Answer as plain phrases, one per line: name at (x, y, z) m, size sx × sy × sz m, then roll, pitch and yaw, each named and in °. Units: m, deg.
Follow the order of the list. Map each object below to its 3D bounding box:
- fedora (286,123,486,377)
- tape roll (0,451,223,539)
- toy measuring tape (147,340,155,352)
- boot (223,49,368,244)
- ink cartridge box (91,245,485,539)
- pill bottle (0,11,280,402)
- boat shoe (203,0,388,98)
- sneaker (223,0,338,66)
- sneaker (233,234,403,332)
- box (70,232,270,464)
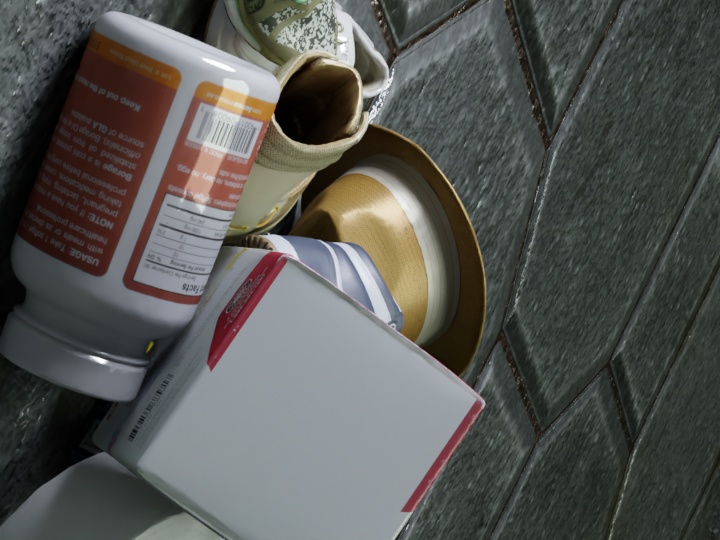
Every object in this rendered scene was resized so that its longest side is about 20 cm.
fedora at (0.000, 0.000, 1.798) m, size 0.082 × 0.200 × 0.202 m, roll -25°, pitch 138°, yaw -38°
tape roll at (-0.173, 0.213, 1.640) m, size 0.202 × 0.071 × 0.203 m, roll -42°, pitch 154°, yaw -27°
toy measuring tape at (-0.088, 0.016, 1.680) m, size 0.199 × 0.073 × 0.074 m, roll -24°, pitch 136°, yaw -44°
boot at (-0.048, -0.080, 1.606) m, size 0.155 × 0.073 × 0.200 m, roll -36°, pitch 176°, yaw 35°
ink cartridge box at (-0.047, 0.085, 1.488) m, size 0.146 × 0.144 × 0.200 m, roll -56°, pitch -168°, yaw -5°
pill bottle at (-0.130, -0.034, 1.470) m, size 0.201 × 0.112 × 0.112 m, roll -68°, pitch 162°, yaw 6°
boat shoe at (-0.033, -0.146, 1.671) m, size 0.071 × 0.069 × 0.200 m, roll -67°, pitch 158°, yaw 7°
sneaker at (-0.034, -0.192, 1.541) m, size 0.077 × 0.088 × 0.201 m, roll -50°, pitch 142°, yaw -30°
sneaker at (-0.030, 0.076, 1.649) m, size 0.108 × 0.070 × 0.202 m, roll -5°, pitch 99°, yaw -46°
box at (-0.117, 0.080, 1.755) m, size 0.201 × 0.037 × 0.137 m, roll -58°, pitch 160°, yaw -25°
